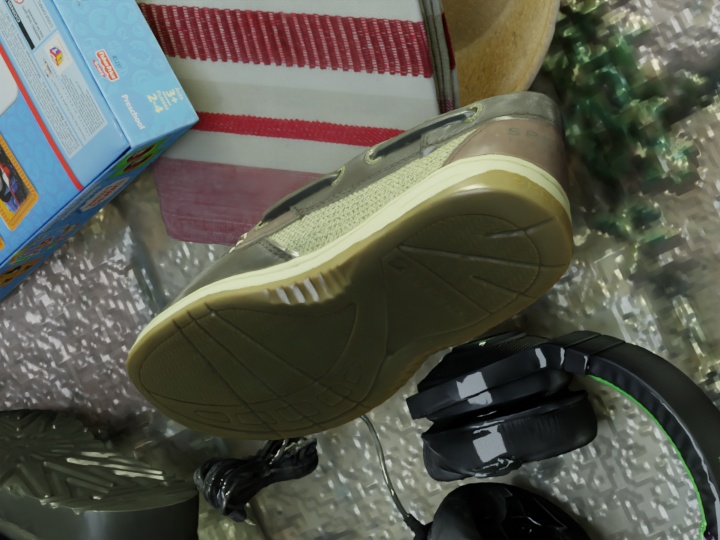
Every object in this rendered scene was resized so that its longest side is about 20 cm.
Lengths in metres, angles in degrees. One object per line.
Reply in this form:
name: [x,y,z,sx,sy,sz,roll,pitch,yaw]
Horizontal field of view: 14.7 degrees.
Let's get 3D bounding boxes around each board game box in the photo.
board game box: [-0.151,-0.078,1.067,0.200,0.037,0.151,-35,81,53]

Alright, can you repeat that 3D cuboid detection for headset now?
headset: [0.041,0.082,0.988,0.200,0.094,0.124,10,106,37]

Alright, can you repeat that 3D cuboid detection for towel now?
towel: [-0.032,-0.096,0.982,0.144,0.023,0.200,7,121,34]

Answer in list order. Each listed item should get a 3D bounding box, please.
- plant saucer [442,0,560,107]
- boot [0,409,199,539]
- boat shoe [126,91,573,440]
plant saucer: [-0.011,-0.134,0.981,0.200,0.035,0.201,18,127,24]
boot: [-0.130,0.145,1.082,0.211,0.079,0.158,19,112,58]
boat shoe: [0.000,-0.001,0.959,0.072,0.066,0.201,40,136,-22]
